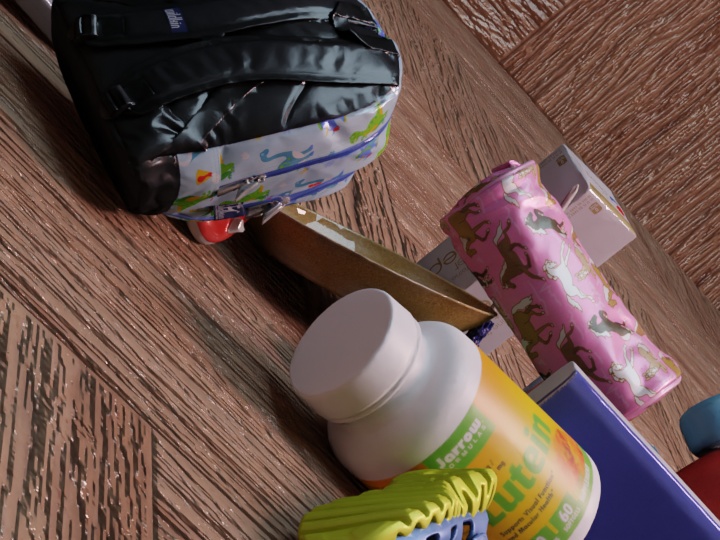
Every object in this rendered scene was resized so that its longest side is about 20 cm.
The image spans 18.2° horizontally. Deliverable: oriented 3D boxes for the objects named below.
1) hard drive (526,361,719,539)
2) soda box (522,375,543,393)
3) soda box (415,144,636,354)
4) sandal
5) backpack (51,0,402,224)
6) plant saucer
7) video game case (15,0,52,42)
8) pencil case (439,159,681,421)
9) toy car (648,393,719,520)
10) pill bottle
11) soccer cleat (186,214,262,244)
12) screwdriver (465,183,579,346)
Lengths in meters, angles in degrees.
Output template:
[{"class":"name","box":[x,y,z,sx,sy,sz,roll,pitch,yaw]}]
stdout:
[{"class":"hard drive","box":[0.157,0.173,1.525,0.200,0.132,0.025,47,13,-17]},{"class":"soda box","box":[0.151,0.133,1.661,0.068,0.064,0.200,50,10,-9]},{"class":"soda box","box":[0.103,0.001,1.681,0.068,0.200,0.064,41,15,-37]},{"class":"sandal","box":[0.029,0.161,1.248,0.200,0.079,0.087,-5,91,-63]},{"class":"backpack","box":[-0.073,-0.110,1.409,0.154,0.200,0.163,84,-20,-53]},{"class":"plant saucer","box":[0.000,0.000,1.576,0.200,0.035,0.200,27,5,-2]},{"class":"video game case","box":[-0.239,-0.266,1.497,0.200,0.022,0.183,50,25,-38]},{"class":"pencil case","box":[0.138,0.018,1.574,0.200,0.083,0.087,55,11,2]},{"class":"toy car","box":[0.233,0.200,1.685,0.200,0.177,0.185,9,53,-54]},{"class":"pill bottle","box":[0.050,0.102,1.399,0.200,0.111,0.111,44,14,-30]},{"class":"soccer cleat","box":[-0.105,-0.086,1.525,0.200,0.085,0.069,-78,159,-47]},{"class":"screwdriver","box":[0.103,0.022,1.628,0.028,0.200,0.029,28,16,-31]}]
